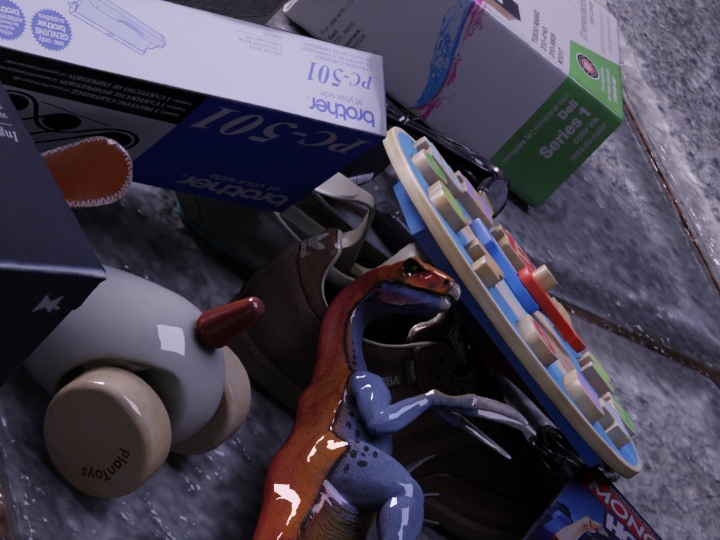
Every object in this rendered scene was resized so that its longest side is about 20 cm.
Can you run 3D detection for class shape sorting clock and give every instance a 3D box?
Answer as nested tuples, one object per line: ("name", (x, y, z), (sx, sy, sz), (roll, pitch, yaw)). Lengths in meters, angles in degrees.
("shape sorting clock", (0.075, 0.013, 1.174), (0.200, 0.039, 0.200), (53, 4, -6))

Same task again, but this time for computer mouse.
("computer mouse", (0.002, -0.053, 1.286), (0.140, 0.046, 0.200), (33, 15, 9))

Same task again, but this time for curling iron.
("curling iron", (0.070, 0.039, 1.286), (0.200, 0.026, 0.049), (54, 24, 18))

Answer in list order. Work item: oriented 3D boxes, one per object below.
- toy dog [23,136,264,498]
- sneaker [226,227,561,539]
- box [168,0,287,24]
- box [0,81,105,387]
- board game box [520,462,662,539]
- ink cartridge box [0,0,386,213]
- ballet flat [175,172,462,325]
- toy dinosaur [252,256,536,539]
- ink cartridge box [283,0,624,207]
("toy dog", (-0.113, -0.003, 0.987), (0.200, 0.096, 0.132), (39, 26, -14))
("sneaker", (0.031, 0.057, 1.142), (0.199, 0.076, 0.071), (34, 27, -22))
("box", (-0.093, -0.204, 1.281), (0.109, 0.128, 0.200), (51, 25, 13))
("box", (-0.203, -0.031, 0.832), (0.107, 0.148, 0.201), (6, 45, -53))
("board game box", (0.138, 0.192, 1.119), (0.200, 0.062, 0.200), (48, 25, 3))
("ink cartridge box", (-0.096, -0.077, 1.070), (0.199, 0.094, 0.045), (11, 64, -30))
("ballet flat", (0.000, 0.000, 1.194), (0.200, 0.064, 0.068), (38, 26, -17))
("toy dinosaur", (0.000, 0.067, 1.023), (0.199, 0.105, 0.182), (18, 44, -43))
("ink cartridge box", (0.058, -0.154, 1.486), (0.200, 0.084, 0.145), (37, 26, -17))
